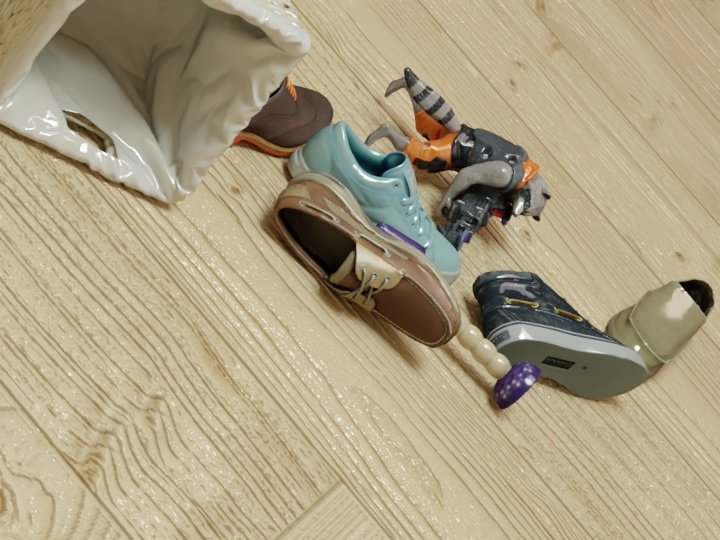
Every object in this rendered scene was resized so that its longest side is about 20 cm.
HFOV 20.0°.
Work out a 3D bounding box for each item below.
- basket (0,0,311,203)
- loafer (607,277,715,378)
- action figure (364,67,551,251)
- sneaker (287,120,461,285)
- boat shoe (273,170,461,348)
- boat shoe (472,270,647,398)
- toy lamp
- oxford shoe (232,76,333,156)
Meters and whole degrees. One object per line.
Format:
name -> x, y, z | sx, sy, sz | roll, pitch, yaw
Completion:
basket -> -0.182, -0.198, 1.657 | 0.197, 0.200, 0.162 | 26, 30, -33
loafer -> 0.318, 0.049, 2.138 | 0.076, 0.068, 0.200 | 48, 29, 2
action figure -> 0.101, -0.104, 2.001 | 0.192, 0.105, 0.200 | 29, 24, -5
sneaker -> 0.030, -0.061, 1.879 | 0.199, 0.082, 0.074 | 36, 32, -22
boat shoe -> 0.000, 0.000, 1.785 | 0.200, 0.076, 0.072 | 40, 33, 5
boat shoe -> 0.194, 0.057, 1.961 | 0.199, 0.071, 0.092 | 18, 44, -38
toy lamp -> 0.076, 0.039, 1.848 | 0.200, 0.058, 0.058 | 47, 29, -5
oxford shoe -> -0.078, -0.153, 1.855 | 0.199, 0.073, 0.071 | -6, 57, -55
